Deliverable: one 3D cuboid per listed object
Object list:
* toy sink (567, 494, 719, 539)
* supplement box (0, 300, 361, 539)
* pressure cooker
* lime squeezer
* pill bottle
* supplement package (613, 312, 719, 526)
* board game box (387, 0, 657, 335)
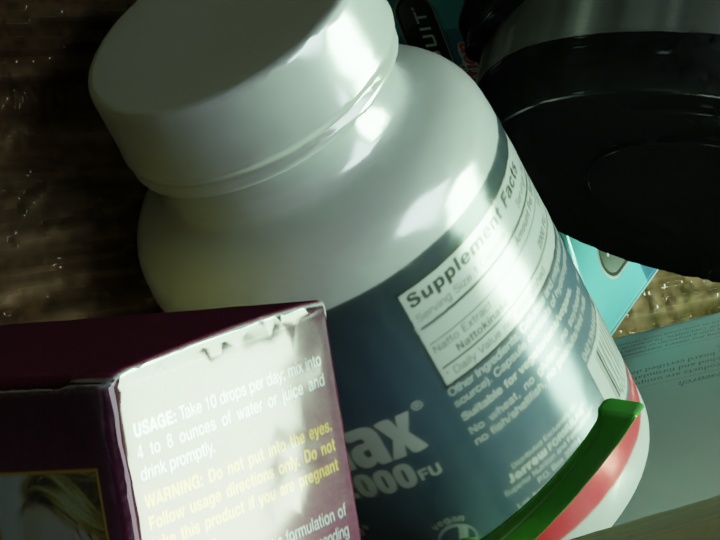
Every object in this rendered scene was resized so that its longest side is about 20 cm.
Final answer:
[{"bbox_3d":[0.082,0.171,0.794,0.200,0.112,0.131,-70,138,-62],"label":"toy sink"},{"bbox_3d":[-0.072,0.117,0.798,0.103,0.130,0.201,-19,102,-55],"label":"supplement box"},{"bbox_3d":[0.135,-0.112,1.008,0.179,0.175,0.201,38,60,-51],"label":"pressure cooker"},{"bbox_3d":[0.052,0.120,0.908,0.038,0.070,0.201,-72,162,-61],"label":"lime squeezer"},{"bbox_3d":[0.000,0.000,0.928,0.200,0.119,0.120,60,41,-31],"label":"pill bottle"},{"bbox_3d":[0.120,0.111,1.041,0.200,0.117,0.117,-73,146,-64],"label":"supplement package"},{"bbox_3d":[0.069,-0.094,1.105,0.151,0.047,0.201,-49,125,-46],"label":"board game box"}]
